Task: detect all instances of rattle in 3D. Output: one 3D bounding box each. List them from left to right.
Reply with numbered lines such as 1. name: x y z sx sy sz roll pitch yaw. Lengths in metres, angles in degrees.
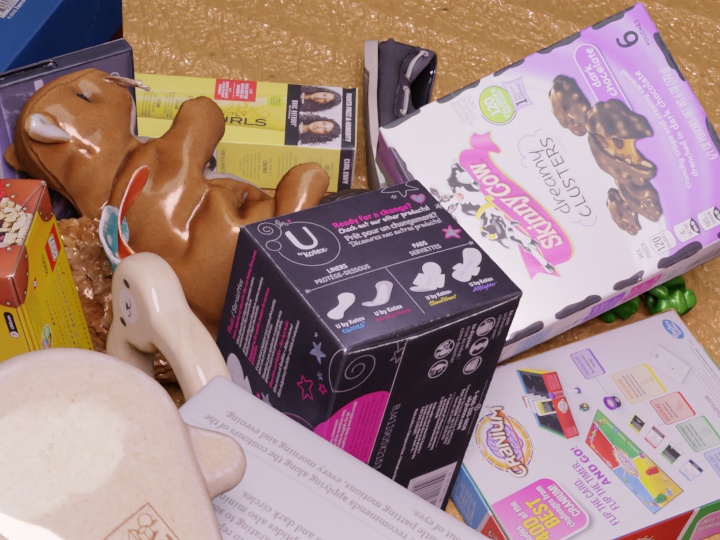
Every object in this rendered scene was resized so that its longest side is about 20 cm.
1. rattle: -0.157 0.053 1.025 0.143 0.130 0.201 -18 94 -16

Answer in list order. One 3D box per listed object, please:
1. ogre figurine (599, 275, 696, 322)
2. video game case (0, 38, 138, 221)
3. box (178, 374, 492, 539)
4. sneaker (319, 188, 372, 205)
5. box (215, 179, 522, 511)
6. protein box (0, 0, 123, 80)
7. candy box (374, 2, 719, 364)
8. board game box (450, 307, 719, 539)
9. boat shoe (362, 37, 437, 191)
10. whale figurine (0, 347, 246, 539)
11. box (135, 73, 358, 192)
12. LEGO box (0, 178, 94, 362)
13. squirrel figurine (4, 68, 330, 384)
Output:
1. ogre figurine: 0.140 -0.037 1.238 0.199 0.098 0.120 5 57 15
2. video game case: -0.245 -0.071 1.198 0.200 0.143 0.019 -21 48 -23
3. box: -0.052 0.208 0.913 0.199 0.200 0.171 29 49 21
4. sneaker: 0.000 0.000 1.195 0.070 0.076 0.200 -20 19 -10
5. box: -0.007 0.065 1.043 0.132 0.200 0.115 -17 50 -33
6. protein box: -0.306 -0.172 1.293 0.199 0.135 0.199 17 47 11
7. candy box: 0.134 -0.055 1.160 0.200 0.072 0.168 -26 79 -8
8. board game box: 0.154 0.115 1.130 0.200 0.040 0.153 -16 50 -19
9. boat shoe: 0.034 -0.106 1.308 0.063 0.073 0.200 -1 42 -2
10. whale figurine: -0.114 0.133 0.795 0.200 0.104 0.159 46 57 5
11. box: -0.102 -0.103 1.306 0.199 0.050 0.075 4 47 -1
12. LEGO box: -0.244 0.043 1.038 0.148 0.200 0.077 2 46 8
13. squirrel figurine: -0.156 -0.031 1.149 0.186 0.141 0.200 34 76 -15
